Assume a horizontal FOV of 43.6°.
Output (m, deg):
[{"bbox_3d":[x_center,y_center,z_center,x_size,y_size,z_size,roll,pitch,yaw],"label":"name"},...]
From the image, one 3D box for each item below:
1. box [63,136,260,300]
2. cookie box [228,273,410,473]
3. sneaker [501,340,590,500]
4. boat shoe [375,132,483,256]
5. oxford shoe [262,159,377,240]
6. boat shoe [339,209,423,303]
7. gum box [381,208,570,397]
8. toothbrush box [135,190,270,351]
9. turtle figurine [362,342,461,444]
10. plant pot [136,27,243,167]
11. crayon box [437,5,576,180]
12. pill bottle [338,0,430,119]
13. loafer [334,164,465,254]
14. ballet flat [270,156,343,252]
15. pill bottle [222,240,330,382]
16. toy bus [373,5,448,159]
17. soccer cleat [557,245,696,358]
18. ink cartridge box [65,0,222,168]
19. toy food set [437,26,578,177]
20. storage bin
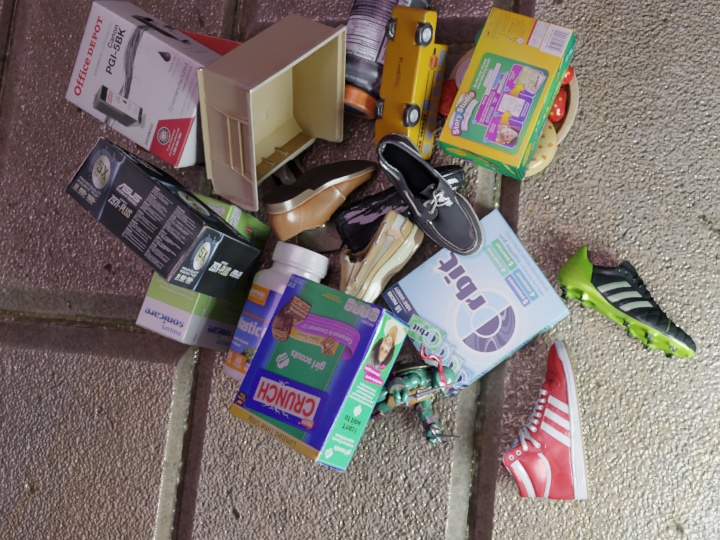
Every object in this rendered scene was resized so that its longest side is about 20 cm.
[{"bbox_3d":[-0.251,-0.063,1.160,0.199,0.164,0.087,38,93,20],"label":"box"},{"bbox_3d":[-0.054,0.127,1.147,0.170,0.075,0.202,19,81,39],"label":"cookie box"},{"bbox_3d":[0.231,0.196,1.165,0.111,0.071,0.203,-7,81,13],"label":"sneaker"},{"bbox_3d":[0.088,-0.098,1.200,0.072,0.063,0.201,-39,87,16],"label":"boat shoe"},{"bbox_3d":[-0.053,-0.104,1.280,0.071,0.199,0.072,19,130,47],"label":"oxford shoe"},{"bbox_3d":[0.000,0.000,1.255,0.076,0.072,0.201,36,102,-11],"label":"boat shoe"},{"bbox_3d":[0.155,0.044,1.229,0.199,0.045,0.171,-36,73,10],"label":"gum box"},{"bbox_3d":[-0.223,0.004,1.302,0.085,0.145,0.203,17,87,19],"label":"toothbrush box"},{"bbox_3d":[0.060,0.172,1.190,0.198,0.150,0.102,-19,46,26],"label":"turtle figurine"},{"bbox_3d":[-0.227,-0.246,1.332,0.198,0.199,0.179,16,97,19],"label":"plant pot"},{"bbox_3d":[0.197,-0.238,1.206,0.118,0.058,0.202,22,88,20],"label":"crayon box"},{"bbox_3d":[0.022,-0.324,1.303,0.105,0.106,0.202,20,87,19],"label":"pill bottle"},{"bbox_3d":[0.061,-0.088,1.277,0.198,0.068,0.071,-25,103,8],"label":"loafer"},{"bbox_3d":[-0.095,-0.110,1.325,0.067,0.062,0.201,-36,72,8],"label":"ballet flat"},{"bbox_3d":[-0.112,0.066,1.275,0.111,0.112,0.203,17,87,19],"label":"pill bottle"},{"bbox_3d":[0.072,-0.258,1.250,0.065,0.078,0.203,21,110,38],"label":"toy bus"},{"bbox_3d":[0.350,0.038,1.161,0.199,0.068,0.081,34,79,20],"label":"soccer cleat"},{"bbox_3d":[-0.283,-0.252,1.212,0.199,0.083,0.148,31,113,14],"label":"ink cartridge box"},{"bbox_3d":[0.204,-0.239,1.260,0.196,0.049,0.202,28,90,20],"label":"toy food set"},{"bbox_3d":[-0.114,-0.212,1.209,0.093,0.200,0.200,25,48,23],"label":"storage bin"}]
